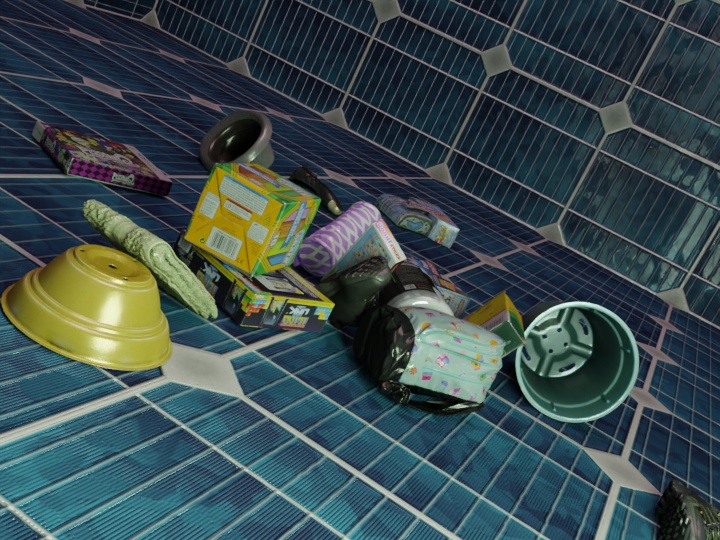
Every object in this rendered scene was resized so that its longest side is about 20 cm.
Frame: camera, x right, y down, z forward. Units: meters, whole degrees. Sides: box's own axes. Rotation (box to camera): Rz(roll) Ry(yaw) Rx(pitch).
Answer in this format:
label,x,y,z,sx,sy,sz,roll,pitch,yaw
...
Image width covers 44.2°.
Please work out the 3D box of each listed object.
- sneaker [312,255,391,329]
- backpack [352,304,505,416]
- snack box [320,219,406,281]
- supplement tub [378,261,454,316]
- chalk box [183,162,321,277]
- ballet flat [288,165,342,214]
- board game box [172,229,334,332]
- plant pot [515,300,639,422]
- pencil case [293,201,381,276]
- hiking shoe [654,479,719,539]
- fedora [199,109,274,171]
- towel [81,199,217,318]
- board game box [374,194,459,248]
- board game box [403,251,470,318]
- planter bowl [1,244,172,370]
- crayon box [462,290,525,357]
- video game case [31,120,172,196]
label,x,y,z,sx,sy,sz,roll,pitch,yaw
sneaker,-0.001,0.037,1.325,0.076,0.091,0.200,-27,1,-26
backpack,0.106,0.122,1.264,0.200,0.127,0.167,18,17,-21
snack box,0.000,0.000,1.377,0.024,0.200,0.072,-20,75,-35
supplement tub,0.074,0.062,1.431,0.122,0.123,0.200,21,16,-16
chalk box,-0.149,-0.081,1.329,0.125,0.124,0.200,29,14,10
ballet flat,-0.105,-0.187,2.156,0.200,0.057,0.066,46,-3,41
board game box,-0.163,0.016,1.324,0.165,0.057,0.200,12,20,-49
plant pot,0.354,0.140,1.535,0.200,0.200,0.196,26,6,-1
pencil case,-0.037,-0.061,1.633,0.085,0.084,0.200,7,27,30
hiking shoe,0.460,0.346,1.195,0.101,0.076,0.200,25,14,11
fedora,-0.261,-0.266,1.984,0.200,0.177,0.090,31,-16,48
towel,-0.267,-0.014,1.143,0.148,0.036,0.200,31,-14,27
board game box,0.168,-0.138,2.382,0.200,0.062,0.200,16,17,-32
board game box,0.101,0.024,1.693,0.200,0.062,0.200,24,15,-11
planter bowl,-0.296,0.026,1.015,0.200,0.083,0.200,24,14,-7
crayon box,0.207,0.107,1.480,0.051,0.127,0.200,54,14,-6
video game case,-0.464,-0.200,1.597,0.200,0.036,0.181,11,20,-44
